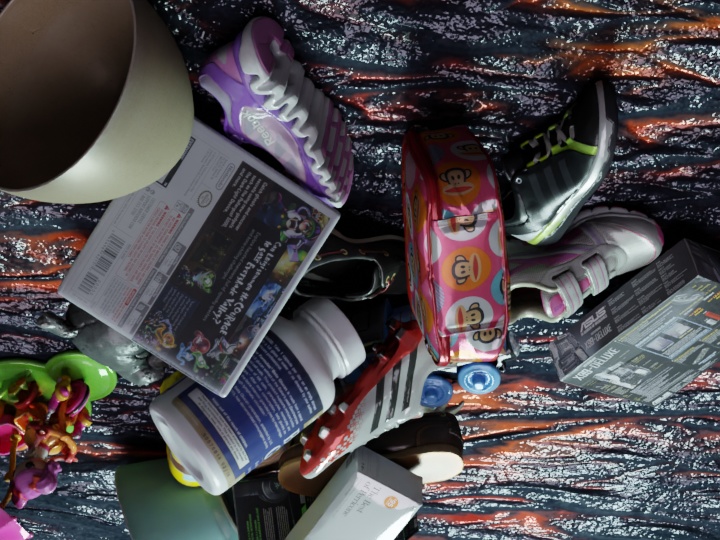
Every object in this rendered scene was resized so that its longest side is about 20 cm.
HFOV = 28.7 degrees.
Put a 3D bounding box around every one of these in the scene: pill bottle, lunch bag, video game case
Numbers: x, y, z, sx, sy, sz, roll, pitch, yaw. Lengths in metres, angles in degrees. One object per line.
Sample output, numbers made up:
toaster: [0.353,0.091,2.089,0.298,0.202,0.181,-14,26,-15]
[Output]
pill bottle: [-0.095,0.114,1.361,0.199,0.111,0.112,-37,138,-18]
lunch bag: [0.083,-0.030,1.304,0.081,0.177,0.202,-7,116,-4]
video game case: [-0.145,-0.016,1.271,0.181,0.023,0.201,33,95,-6]

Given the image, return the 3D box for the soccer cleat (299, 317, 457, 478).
soccer cleat: [0.016,0.139,1.415,0.085,0.069,0.201,35,97,-18]

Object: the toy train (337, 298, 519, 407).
toy train: [0.064,0.082,1.478,0.198,0.087,0.115,-15,128,17]

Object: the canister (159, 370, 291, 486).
canister: [-0.138,0.164,1.506,0.147,0.087,0.200,-10,160,-11]

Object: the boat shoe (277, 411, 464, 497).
boat shoe: [0.011,0.192,1.494,0.198,0.071,0.071,-5,135,1]

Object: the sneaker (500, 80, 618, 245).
sneaker: [0.172,-0.095,1.306,0.082,0.072,0.201,13,134,-11]

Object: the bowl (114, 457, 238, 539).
bowl: [-0.194,0.296,1.643,0.104,0.201,0.202,-27,133,-1]

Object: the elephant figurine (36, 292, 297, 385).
elephant figurine: [-0.177,0.029,1.375,0.198,0.156,0.142,-14,127,32]

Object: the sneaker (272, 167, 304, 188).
sneaker: [-0.141,-0.061,1.336,0.198,0.075,0.090,18,127,-17]

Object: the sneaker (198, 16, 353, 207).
sneaker: [-0.077,-0.134,1.268,0.088,0.081,0.201,-16,129,25]

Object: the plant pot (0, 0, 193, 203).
plant pot: [-0.219,-0.139,1.191,0.199,0.202,0.134,-27,149,25]

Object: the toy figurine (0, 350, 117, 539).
toy figurine: [-0.358,0.204,1.531,0.199,0.185,0.150,-24,131,22]

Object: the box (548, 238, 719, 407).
box: [0.317,0.060,1.454,0.157,0.050,0.200,16,135,-36]

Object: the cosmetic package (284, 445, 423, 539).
cosmetic package: [-0.021,0.280,1.473,0.082,0.051,0.201,27,117,-15]

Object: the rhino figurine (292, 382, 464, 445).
rhino figurine: [0.018,0.158,1.573,0.198,0.060,0.088,-4,131,1]

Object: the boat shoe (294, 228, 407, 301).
boat shoe: [-0.002,0.002,1.376,0.200,0.063,0.074,11,132,-45]

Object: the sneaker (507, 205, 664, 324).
sneaker: [0.206,0.006,1.396,0.198,0.089,0.082,-20,133,19]

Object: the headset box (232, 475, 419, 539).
headset box: [-0.043,0.273,1.608,0.198,0.094,0.174,-9,172,7]
